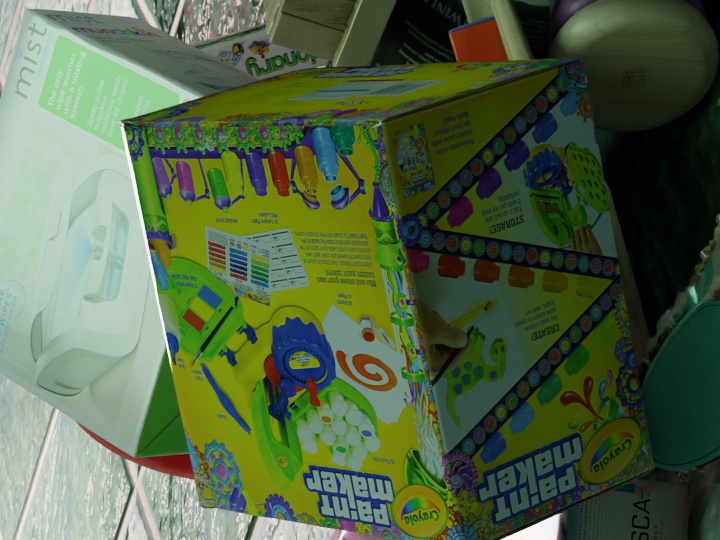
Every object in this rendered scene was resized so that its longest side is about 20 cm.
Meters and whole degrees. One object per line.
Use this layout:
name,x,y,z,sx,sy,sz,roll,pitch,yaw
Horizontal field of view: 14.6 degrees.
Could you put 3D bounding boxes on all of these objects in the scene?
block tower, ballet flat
block tower,-0.021,-0.167,1.508,0.200,0.058,0.054,-104,33,-65
ballet flat,0.183,0.003,1.253,0.200,0.075,0.064,-62,-4,29

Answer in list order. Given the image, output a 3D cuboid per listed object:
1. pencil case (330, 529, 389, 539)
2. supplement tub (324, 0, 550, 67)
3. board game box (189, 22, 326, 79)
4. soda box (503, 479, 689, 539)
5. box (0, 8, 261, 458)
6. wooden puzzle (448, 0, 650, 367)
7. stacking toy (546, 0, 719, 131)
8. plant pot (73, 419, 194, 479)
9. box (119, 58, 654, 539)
pencil case,0.036,0.111,1.534,0.087,0.082,0.201,-107,32,-67
supplement tub,0.044,-0.108,1.555,0.123,0.122,0.200,-103,31,-45
board game box,-0.097,-0.131,1.832,0.126,0.199,0.035,5,112,69
soda box,0.088,0.140,1.402,0.200,0.068,0.064,159,117,-67
box,-0.125,-0.024,1.569,0.176,0.097,0.201,29,108,35
wooden puzzle,0.089,-0.032,1.386,0.200,0.046,0.186,-111,1,-50
stacking toy,0.127,-0.167,1.437,0.200,0.085,0.085,-95,26,-43
plant pot,-0.081,0.005,1.759,0.201,0.200,0.178,122,161,-44
box,0.009,0.011,1.287,0.200,0.122,0.193,4,108,51
